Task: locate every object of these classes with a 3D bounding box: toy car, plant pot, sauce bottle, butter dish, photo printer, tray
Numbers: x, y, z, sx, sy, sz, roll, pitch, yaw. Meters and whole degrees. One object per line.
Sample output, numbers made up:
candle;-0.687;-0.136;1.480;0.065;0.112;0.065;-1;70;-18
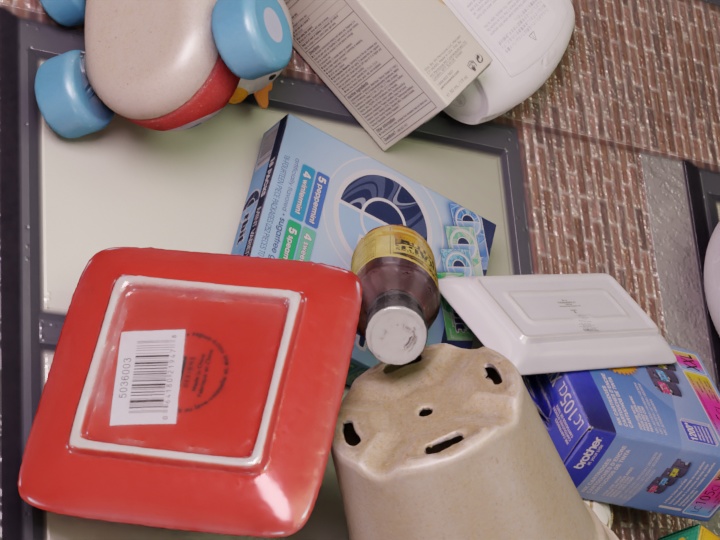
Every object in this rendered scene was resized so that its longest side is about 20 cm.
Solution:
toy car;-0.108;-0.167;1.351;0.200;0.184;0.177;30;50;-56
plant pot;0.067;0.158;1.231;0.200;0.200;0.184;-47;131;-39
sauce bottle;0.024;0.018;1.269;0.066;0.066;0.200;42;11;-12
butter dish;-0.102;0.100;1.230;0.199;0.148;0.200;5;60;12
photo printer;0.085;-0.230;1.545;0.200;0.069;0.166;49;52;-8
tray;0.157;0.034;1.420;0.200;0.022;0.107;-1;42;-43

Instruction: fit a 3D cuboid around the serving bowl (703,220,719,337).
serving bowl;0.377;0.028;1.634;0.200;0.066;0.201;14;63;-30

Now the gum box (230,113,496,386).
gum box;0.000;0.000;1.400;0.200;0.045;0.170;26;58;-22

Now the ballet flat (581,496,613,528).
ballet flat;0.154;0.210;1.399;0.071;0.071;0.200;47;51;-8

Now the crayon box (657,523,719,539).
crayon box;0.270;0.316;1.436;0.119;0.058;0.200;34;54;-17

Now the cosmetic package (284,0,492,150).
cosmetic package;-0.002;-0.204;1.451;0.200;0.105;0.071;50;55;-8

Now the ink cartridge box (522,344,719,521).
ink cartridge box;0.192;0.112;1.431;0.200;0.076;0.137;13;35;-28
